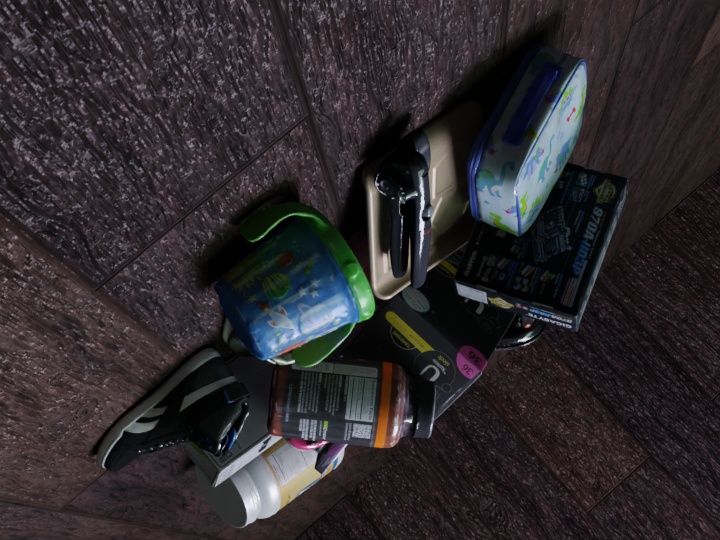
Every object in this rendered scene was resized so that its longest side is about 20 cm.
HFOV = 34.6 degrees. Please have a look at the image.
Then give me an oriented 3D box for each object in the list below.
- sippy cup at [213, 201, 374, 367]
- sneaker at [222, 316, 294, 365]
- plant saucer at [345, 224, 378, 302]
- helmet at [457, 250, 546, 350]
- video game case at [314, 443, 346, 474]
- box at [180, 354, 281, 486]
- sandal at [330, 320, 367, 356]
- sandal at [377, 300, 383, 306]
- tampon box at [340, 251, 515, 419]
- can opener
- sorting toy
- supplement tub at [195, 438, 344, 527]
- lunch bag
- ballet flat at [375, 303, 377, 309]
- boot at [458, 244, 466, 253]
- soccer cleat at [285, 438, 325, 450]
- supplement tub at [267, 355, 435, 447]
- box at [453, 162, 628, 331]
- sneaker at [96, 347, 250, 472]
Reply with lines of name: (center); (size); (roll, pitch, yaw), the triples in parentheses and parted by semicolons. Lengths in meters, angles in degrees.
sippy cup: (-0.075, 0.022, 1.202); (0.130, 0.178, 0.140); (-32, -172, -15)
sneaker: (-0.110, 0.080, 1.356); (0.067, 0.090, 0.200); (-38, 166, -18)
plant saucer: (0.000, 0.000, 1.495); (0.200, 0.051, 0.201); (-40, 166, -12)
helmet: (0.201, 0.005, 1.758); (0.199, 0.191, 0.200); (-4, 136, -4)
video game case: (0.004, 0.203, 1.679); (0.200, 0.019, 0.143); (-50, 180, 0)
box: (-0.141, 0.170, 1.486); (0.200, 0.117, 0.060); (-33, 166, -28)
sandal: (-0.072, 0.110, 1.596); (0.200, 0.076, 0.043); (-30, 164, -2)
sandal: (0.091, 0.045, 1.838); (0.200, 0.080, 0.087); (-23, 170, -41)
tampon box: (0.095, 0.079, 1.531); (0.126, 0.150, 0.200); (-49, 179, 30)
can opener: (0.058, -0.057, 1.285); (0.079, 0.063, 0.200); (-31, 137, -29)
sorting toy: (0.073, -0.084, 1.371); (0.185, 0.036, 0.200); (-35, 141, -25)
supplement tub: (-0.139, 0.289, 1.782); (0.200, 0.145, 0.145); (-32, 163, -34)
lunch bag: (0.197, -0.156, 1.365); (0.200, 0.082, 0.161); (-61, 161, -18)
ballet flat: (-0.052, 0.110, 1.645); (0.200, 0.074, 0.074); (-40, 166, -5)
boot: (0.200, -0.069, 1.537); (0.200, 0.174, 0.069); (-55, 169, 19)
soccer cleat: (-0.044, 0.191, 1.647); (0.200, 0.070, 0.086); (-41, -173, -34)
supplement tub: (-0.011, 0.160, 1.416); (0.107, 0.199, 0.107); (-173, -90, -88)
box: (0.222, -0.042, 1.422); (0.046, 0.159, 0.200); (66, 44, -62)
sneaker: (-0.216, 0.197, 1.376); (0.200, 0.112, 0.073); (-44, 165, 8)
